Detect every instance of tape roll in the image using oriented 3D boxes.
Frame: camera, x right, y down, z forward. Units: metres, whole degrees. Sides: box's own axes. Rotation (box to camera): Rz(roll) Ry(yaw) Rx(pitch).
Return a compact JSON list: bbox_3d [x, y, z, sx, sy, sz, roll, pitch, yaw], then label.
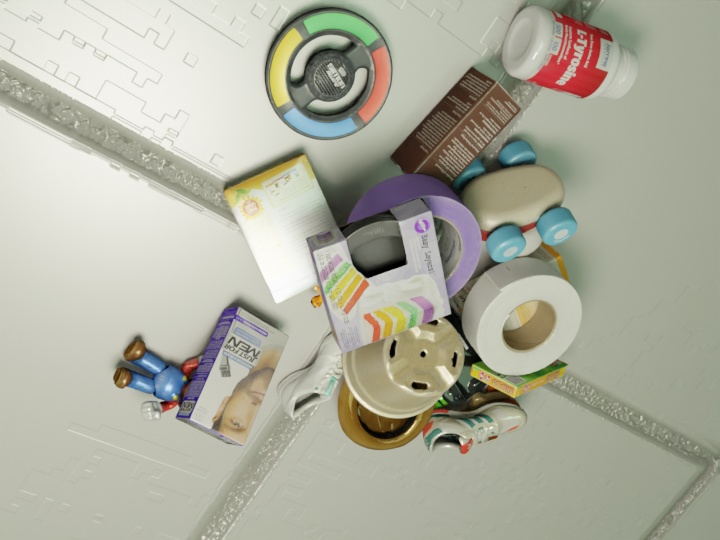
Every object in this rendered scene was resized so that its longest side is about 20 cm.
[{"bbox_3d":[0.279,0.080,1.477,0.202,0.071,0.203,-8,120,-14],"label":"tape roll"},{"bbox_3d":[0.081,-0.043,1.322,0.199,0.085,0.201,-9,122,-15],"label":"tape roll"}]

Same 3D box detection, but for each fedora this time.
[{"bbox_3d":[0.041,0.227,1.553,0.200,0.082,0.202,-5,109,-14],"label":"fedora"}]

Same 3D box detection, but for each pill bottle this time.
[{"bbox_3d":[0.335,-0.338,1.350,0.199,0.112,0.113,11,112,-23],"label":"pill bottle"}]

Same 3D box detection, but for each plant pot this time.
[{"bbox_3d":[0.083,0.144,1.404,0.199,0.183,0.201,2,81,-12],"label":"plant pot"}]

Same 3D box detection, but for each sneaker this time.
[{"bbox_3d":[0.210,0.300,1.565,0.199,0.094,0.071,-5,122,3],"label":"sneaker"},{"bbox_3d":[-0.057,0.184,1.497,0.200,0.089,0.075,-44,119,6],"label":"sneaker"}]

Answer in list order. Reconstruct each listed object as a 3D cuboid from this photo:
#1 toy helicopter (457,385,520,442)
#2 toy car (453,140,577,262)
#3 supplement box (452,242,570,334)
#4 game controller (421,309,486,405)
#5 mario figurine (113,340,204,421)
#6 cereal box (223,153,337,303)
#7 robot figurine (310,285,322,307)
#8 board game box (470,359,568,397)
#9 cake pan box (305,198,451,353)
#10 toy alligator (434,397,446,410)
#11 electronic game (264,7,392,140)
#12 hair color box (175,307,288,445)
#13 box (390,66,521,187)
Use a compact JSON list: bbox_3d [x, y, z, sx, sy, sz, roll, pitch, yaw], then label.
[{"bbox_3d":[0.213,0.292,1.656,0.199,0.079,0.133,-7,127,-7],"label":"toy helicopter"},{"bbox_3d":[0.251,-0.078,1.448,0.176,0.185,0.200,-19,148,-8],"label":"toy car"},{"bbox_3d":[0.280,0.052,1.548,0.199,0.074,0.126,-28,122,-3],"label":"supplement box"},{"bbox_3d":[0.156,0.147,1.550,0.104,0.042,0.200,-36,102,-12],"label":"game controller"},{"bbox_3d":[-0.298,0.189,1.412,0.200,0.106,0.124,29,107,-25],"label":"mario figurine"},{"bbox_3d":[-0.112,-0.066,1.353,0.143,0.040,0.201,-24,104,-4],"label":"cereal box"},{"bbox_3d":[0.000,0.000,1.435,0.200,0.058,0.145,-33,111,0],"label":"robot figurine"},{"bbox_3d":[0.294,0.181,1.556,0.200,0.095,0.030,-13,121,-48],"label":"board game box"},{"bbox_3d":[0.030,0.006,1.254,0.183,0.052,0.201,-19,123,-10],"label":"cake pan box"},{"bbox_3d":[0.148,0.237,1.609,0.200,0.054,0.059,-41,120,5],"label":"toy alligator"},{"bbox_3d":[-0.047,-0.295,1.289,0.199,0.042,0.201,-7,117,-14],"label":"electronic game"},{"bbox_3d":[-0.208,0.173,1.399,0.109,0.065,0.201,33,67,-28],"label":"hair color box"},{"bbox_3d":[0.149,-0.218,1.357,0.200,0.100,0.075,-45,121,8],"label":"box"}]
